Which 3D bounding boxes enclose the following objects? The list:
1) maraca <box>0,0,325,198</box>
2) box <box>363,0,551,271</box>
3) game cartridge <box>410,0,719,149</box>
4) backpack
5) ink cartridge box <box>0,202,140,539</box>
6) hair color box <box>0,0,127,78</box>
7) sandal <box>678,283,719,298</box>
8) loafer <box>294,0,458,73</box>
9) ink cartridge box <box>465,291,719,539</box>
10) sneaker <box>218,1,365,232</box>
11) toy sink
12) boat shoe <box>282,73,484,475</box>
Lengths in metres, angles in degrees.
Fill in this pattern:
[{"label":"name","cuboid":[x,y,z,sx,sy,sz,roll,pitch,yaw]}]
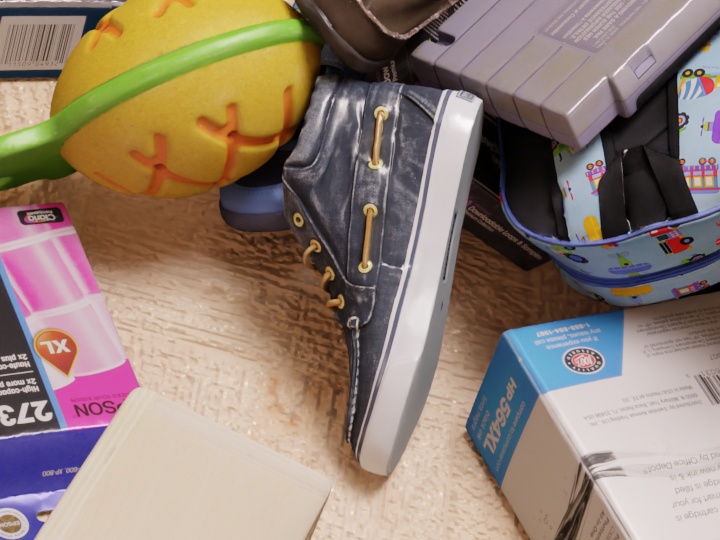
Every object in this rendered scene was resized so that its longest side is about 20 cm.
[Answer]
[{"label":"maraca","cuboid":[-0.111,-0.085,1.536,0.200,0.137,0.107,-23,79,10]},{"label":"box","cuboid":[0.049,-0.111,1.649,0.143,0.036,0.200,33,36,-45]},{"label":"game cartridge","cuboid":[0.137,-0.148,1.542,0.200,0.038,0.130,-43,45,-19]},{"label":"backpack","cuboid":[0.163,-0.061,1.560,0.182,0.135,0.200,-16,39,14]},{"label":"ink cartridge box","cuboid":[-0.166,0.050,1.480,0.095,0.037,0.200,-6,52,-26]},{"label":"hair color box","cuboid":[-0.206,-0.198,1.688,0.100,0.061,0.200,-2,48,-23]},{"label":"sandal","cuboid":[0.222,0.063,1.604,0.075,0.045,0.200,9,35,-46]},{"label":"loafer","cuboid":[0.027,-0.169,1.556,0.073,0.071,0.200,49,33,-7]},{"label":"ink cartridge box","cuboid":[0.165,0.117,1.502,0.146,0.084,0.200,-8,51,-28]},{"label":"sneaker","cuboid":[-0.033,-0.095,1.625,0.074,0.082,0.200,2,37,17]},{"label":"toy sink","cuboid":[-0.105,0.176,1.309,0.112,0.130,0.200,26,43,5]},{"label":"boat shoe","cuboid":[0.000,0.000,1.516,0.091,0.200,0.071,12,-2,10]}]
